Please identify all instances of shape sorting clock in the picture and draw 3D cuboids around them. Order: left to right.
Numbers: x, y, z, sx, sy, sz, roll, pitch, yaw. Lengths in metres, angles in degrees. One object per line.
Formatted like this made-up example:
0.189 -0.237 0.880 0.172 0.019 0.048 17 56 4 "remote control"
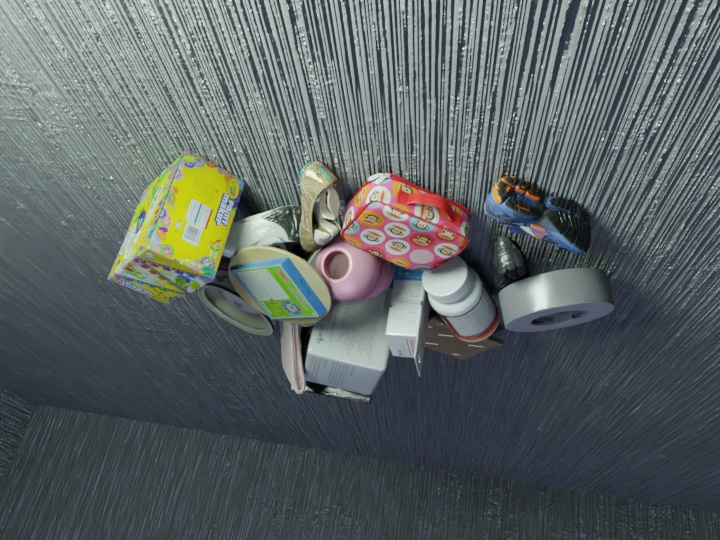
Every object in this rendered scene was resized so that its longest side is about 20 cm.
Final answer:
-0.146 0.028 1.104 0.199 0.039 0.200 16 142 13 "shape sorting clock"

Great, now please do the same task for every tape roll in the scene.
0.364 0.059 1.134 0.199 0.066 0.200 -7 161 -2 "tape roll"

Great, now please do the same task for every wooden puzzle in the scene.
0.218 0.155 1.461 0.185 0.046 0.200 21 156 -16 "wooden puzzle"

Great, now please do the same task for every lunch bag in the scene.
0.081 -0.081 1.022 0.199 0.082 0.176 22 150 -18 "lunch bag"

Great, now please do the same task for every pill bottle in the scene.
0.199 0.056 1.206 0.109 0.110 0.200 -5 148 28 "pill bottle"

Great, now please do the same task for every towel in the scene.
-0.158 0.163 1.394 0.032 0.192 0.200 -4 -173 -13 "towel"

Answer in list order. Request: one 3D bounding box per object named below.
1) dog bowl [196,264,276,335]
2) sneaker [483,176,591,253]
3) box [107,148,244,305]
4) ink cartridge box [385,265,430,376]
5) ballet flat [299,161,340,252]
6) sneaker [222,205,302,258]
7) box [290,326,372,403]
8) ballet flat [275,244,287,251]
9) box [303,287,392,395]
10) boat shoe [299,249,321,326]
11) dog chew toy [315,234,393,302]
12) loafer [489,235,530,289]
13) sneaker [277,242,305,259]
-0.271 0.065 1.395 0.199 0.074 0.200 22 153 12 "dog bowl"
0.284 -0.084 0.969 0.200 0.076 0.078 28 158 -13 "sneaker"
-0.323 -0.071 1.066 0.122 0.201 0.192 29 148 -31 "box"
0.097 0.100 1.229 0.066 0.201 0.116 4 151 14 "ink cartridge box"
-0.067 -0.091 1.029 0.065 0.070 0.200 34 148 25 "ballet flat"
-0.168 -0.073 1.114 0.199 0.072 0.072 -14 -176 -7 "sneaker"
-0.057 0.213 1.499 0.198 0.201 0.050 8 164 9 "box"
-0.166 -0.009 1.177 0.063 0.069 0.201 -15 104 16 "ballet flat"
-0.023 0.147 1.364 0.171 0.201 0.199 14 152 -2 "box"
-0.093 0.016 1.230 0.071 0.061 0.202 10 117 -24 "boat shoe"
0.000 0.000 1.157 0.124 0.125 0.200 -3 173 26 "dog chew toy"
0.270 -0.012 1.104 0.068 0.071 0.201 -16 164 10 "loafer"
-0.166 0.010 1.299 0.114 0.076 0.200 4 149 18 "sneaker"
